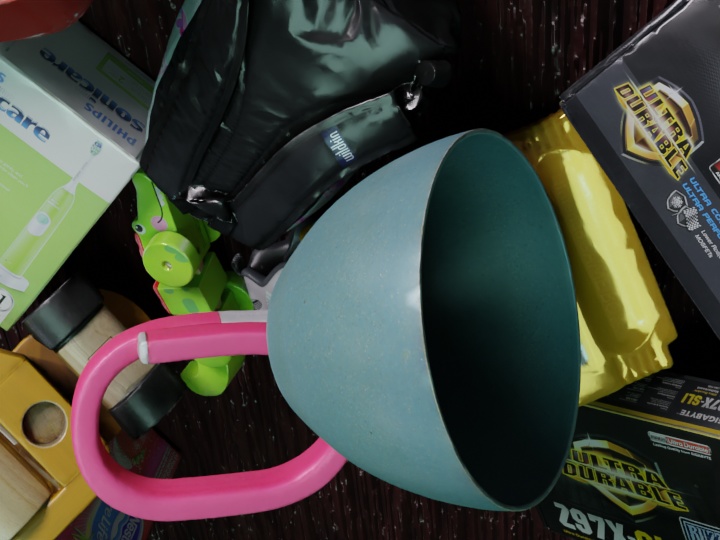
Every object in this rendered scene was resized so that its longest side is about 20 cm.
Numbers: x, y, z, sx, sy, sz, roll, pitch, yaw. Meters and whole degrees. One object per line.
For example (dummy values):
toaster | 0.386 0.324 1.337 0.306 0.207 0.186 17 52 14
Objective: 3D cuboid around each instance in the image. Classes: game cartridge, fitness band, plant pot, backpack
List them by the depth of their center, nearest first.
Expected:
plant pot | 0.025 0.033 0.676 0.133 0.201 0.202 -8 125 31
backpack | -0.043 -0.111 0.712 0.166 0.127 0.201 38 128 0
game cartridge | 0.084 0.015 0.764 0.197 0.032 0.179 -24 98 11
fitness band | -0.096 0.101 0.815 0.196 0.037 0.146 -3 113 -13

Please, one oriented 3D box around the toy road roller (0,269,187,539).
toy road roller | -0.231 0.104 0.888 0.123 0.200 0.146 47 166 -10

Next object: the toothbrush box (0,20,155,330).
toothbrush box | -0.241 -0.077 0.818 0.145 0.087 0.200 37 128 -14

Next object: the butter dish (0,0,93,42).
butter dish | -0.206 -0.203 0.677 0.196 0.203 0.148 2 159 22

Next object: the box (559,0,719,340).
box | 0.241 -0.074 0.649 0.198 0.049 0.202 -38 81 32

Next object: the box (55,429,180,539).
box | -0.234 0.209 0.957 0.099 0.201 0.095 -31 115 32

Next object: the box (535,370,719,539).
box | 0.194 0.137 0.831 0.198 0.049 0.161 11 137 45

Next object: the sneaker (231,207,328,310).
sneaker | 0.000 0.000 0.815 0.197 0.078 0.141 -14 122 24

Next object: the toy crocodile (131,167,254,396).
toy crocodile | -0.122 0.005 0.854 0.061 0.068 0.202 0 131 21
